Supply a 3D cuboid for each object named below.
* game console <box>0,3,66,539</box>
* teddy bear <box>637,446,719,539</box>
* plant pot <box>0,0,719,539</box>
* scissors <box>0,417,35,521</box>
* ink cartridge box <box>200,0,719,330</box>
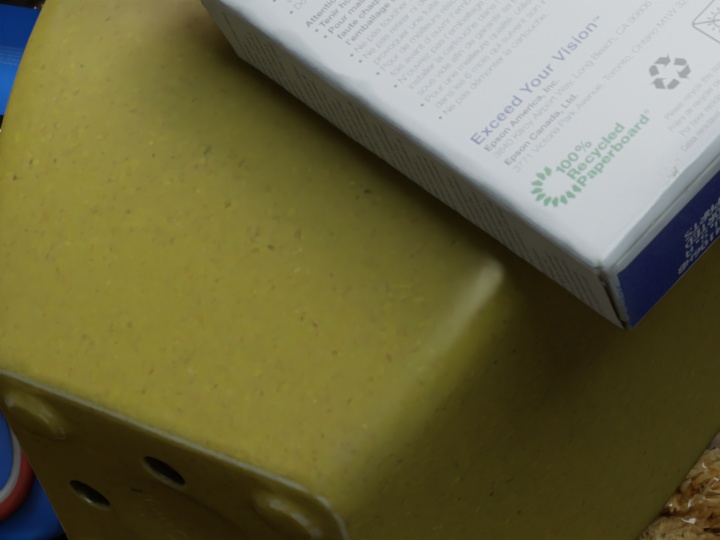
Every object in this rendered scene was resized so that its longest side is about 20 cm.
[{"bbox_3d":[-0.175,-0.013,0.944,0.200,0.119,0.171,9,25,-3],"label":"game console"},{"bbox_3d":[0.094,0.133,0.856,0.145,0.067,0.200,35,59,18],"label":"teddy bear"},{"bbox_3d":[0.000,0.000,0.841,0.194,0.196,0.200,19,61,24],"label":"plant pot"},{"bbox_3d":[-0.113,-0.016,0.885,0.073,0.014,0.200,17,90,0],"label":"scissors"},{"bbox_3d":[0.060,-0.110,0.761,0.196,0.043,0.200,-45,58,-12],"label":"ink cartridge box"}]
